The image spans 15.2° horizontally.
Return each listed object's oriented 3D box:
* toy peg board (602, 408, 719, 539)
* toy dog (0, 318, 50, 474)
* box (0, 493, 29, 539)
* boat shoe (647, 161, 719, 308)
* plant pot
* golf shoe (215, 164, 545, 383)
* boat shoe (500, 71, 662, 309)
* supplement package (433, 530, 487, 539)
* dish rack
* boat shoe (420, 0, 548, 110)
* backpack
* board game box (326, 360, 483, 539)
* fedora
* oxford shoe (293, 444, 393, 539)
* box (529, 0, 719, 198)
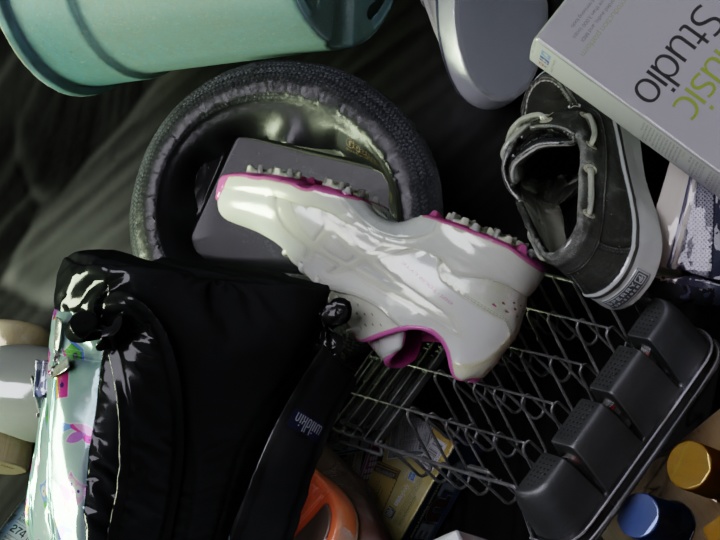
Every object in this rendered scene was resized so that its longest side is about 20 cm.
[{"bbox_3d":[0.227,0.141,1.394,0.199,0.098,0.200,-40,60,17],"label":"toy peg board"},{"bbox_3d":[-0.184,0.070,1.663,0.200,0.096,0.132,-24,67,25],"label":"toy dog"},{"bbox_3d":[-0.121,0.193,1.542,0.200,0.040,0.137,29,72,24],"label":"box"},{"bbox_3d":[0.222,-0.072,1.477,0.092,0.075,0.201,12,85,19],"label":"boat shoe"},{"bbox_3d":[-0.091,-0.204,1.616,0.196,0.200,0.201,3,79,31],"label":"plant pot"},{"bbox_3d":[0.000,0.000,1.486,0.199,0.075,0.092,18,92,26],"label":"golf shoe"},{"bbox_3d":[0.114,-0.060,1.491,0.071,0.064,0.200,-50,29,22],"label":"boat shoe"},{"bbox_3d":[0.067,0.258,1.426,0.111,0.156,0.201,-25,66,21],"label":"supplement package"},{"bbox_3d":[0.083,0.065,1.495,0.200,0.055,0.154,14,59,49],"label":"dish rack"},{"bbox_3d":[0.060,-0.186,1.607,0.070,0.071,0.201,-26,66,54],"label":"boat shoe"},{"bbox_3d":[-0.103,0.095,1.457,0.127,0.166,0.201,-159,76,-65],"label":"backpack"},{"bbox_3d":[-0.032,0.156,1.585,0.135,0.035,0.200,33,96,33],"label":"board game box"},{"bbox_3d":[-0.033,-0.027,1.596,0.200,0.092,0.201,-5,78,23],"label":"fedora"},{"bbox_3d":[-0.042,0.122,1.543,0.071,0.073,0.200,-53,39,12],"label":"oxford shoe"},{"bbox_3d":[0.211,-0.113,1.435,0.200,0.036,0.144,37,77,7],"label":"box"}]
